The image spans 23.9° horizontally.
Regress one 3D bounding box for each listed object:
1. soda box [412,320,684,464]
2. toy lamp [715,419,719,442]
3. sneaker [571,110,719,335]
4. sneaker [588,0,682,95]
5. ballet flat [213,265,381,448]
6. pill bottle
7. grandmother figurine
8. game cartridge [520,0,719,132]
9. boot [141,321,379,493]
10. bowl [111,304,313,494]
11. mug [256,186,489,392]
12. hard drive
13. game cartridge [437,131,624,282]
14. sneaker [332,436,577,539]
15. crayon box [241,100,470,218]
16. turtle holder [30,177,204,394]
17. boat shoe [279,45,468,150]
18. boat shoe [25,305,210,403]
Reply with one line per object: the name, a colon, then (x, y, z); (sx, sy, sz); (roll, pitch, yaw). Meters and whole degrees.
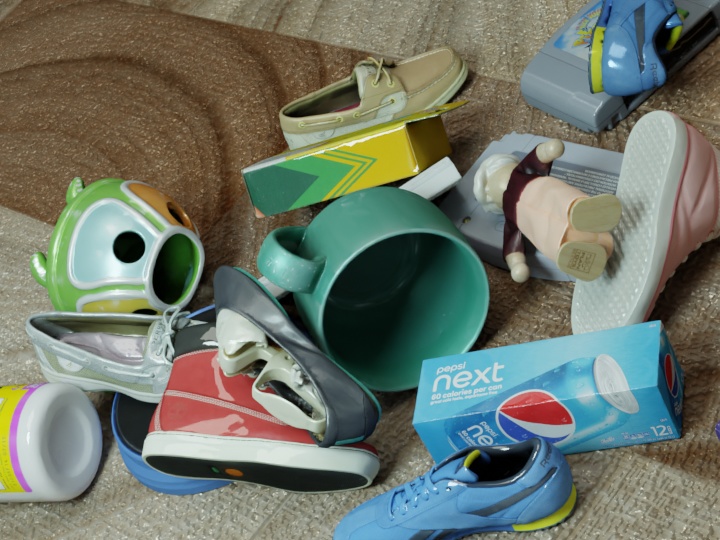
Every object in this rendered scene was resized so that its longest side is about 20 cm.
soda box: (0.145, 0.098, 1.309); (0.198, 0.064, 0.068); (-12, 41, 24)
toy lamp: (0.345, 0.075, 1.209); (0.199, 0.058, 0.058); (-31, 38, -3)
sneaker: (0.245, -0.019, 1.375); (0.075, 0.104, 0.202); (15, 86, 50)
sneaker: (0.257, -0.232, 1.539); (0.078, 0.066, 0.201); (0, 47, 18)
ballet flat: (-0.069, 0.070, 1.345); (0.073, 0.073, 0.200); (-41, 63, -14)
pill bottle: (-0.339, 0.157, 1.533); (0.198, 0.105, 0.105); (-5, 44, 29)
grandmother figurine: (0.146, -0.050, 1.402); (0.122, 0.060, 0.200); (-66, 23, 11)
game cartridge: (0.251, -0.217, 1.612); (0.200, 0.041, 0.133); (-41, 35, -13)
boot: (-0.071, 0.103, 1.396); (0.198, 0.073, 0.145); (6, 64, 16)
bowl: (-0.132, 0.106, 1.505); (0.199, 0.040, 0.202); (-19, 39, 16)
mug: (0.011, -0.003, 1.411); (0.152, 0.185, 0.115); (-36, 34, 0)
hard drive: (-0.003, -0.035, 1.531); (0.199, 0.027, 0.132); (-33, 1, -2)
game cartridge: (0.167, -0.055, 1.488); (0.199, 0.042, 0.134); (18, 63, 44)
sneaker: (0.061, 0.167, 1.279); (0.198, 0.079, 0.066); (-17, 41, 19)
crayon box: (0.003, -0.106, 1.593); (0.198, 0.051, 0.127); (-15, 7, 21)
turtle holder: (-0.227, 0.004, 1.599); (0.131, 0.141, 0.186); (11, 52, 39)
boat shoe: (0.012, -0.174, 1.696); (0.199, 0.067, 0.074); (-28, 38, 3)
boat shoe: (-0.201, 0.067, 1.500); (0.200, 0.065, 0.075); (3, 48, 23)
